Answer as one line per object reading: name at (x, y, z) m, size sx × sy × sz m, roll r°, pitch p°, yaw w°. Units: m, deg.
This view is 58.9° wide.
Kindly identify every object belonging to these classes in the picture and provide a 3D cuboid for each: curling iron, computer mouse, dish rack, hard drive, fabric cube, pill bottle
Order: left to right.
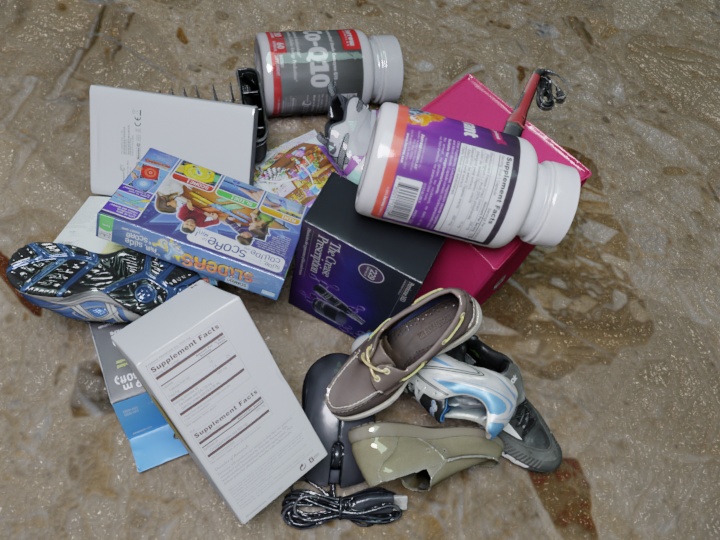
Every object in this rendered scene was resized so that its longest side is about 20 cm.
hard drive at (-0.229, -0.147, 0.781) m, size 0.199 × 0.132 × 0.026 m, roll 8°, pitch 19°, yaw 2°
dish rack at (-0.224, -0.193, 0.851) m, size 0.199 × 0.055 × 0.154 m, roll -9°, pitch 53°, yaw -6°
pill bottle at (-0.047, -0.286, 0.918) m, size 0.199 × 0.114 × 0.114 m, roll -8°, pitch 65°, yaw -14°
computer mouse at (-0.019, 0.183, 0.724) m, size 0.138 × 0.053 × 0.201 m, roll 1°, pitch 64°, yaw -9°
fabric cube at (0.121, -0.075, 0.796) m, size 0.200 × 0.199 × 0.196 m, roll 44°, pitch 63°, yaw 12°
pill bottle at (0.103, -0.085, 0.622) m, size 0.199 × 0.111 × 0.112 m, roll 14°, pitch 62°, yaw -5°
curling iron at (0.186, -0.163, 0.725) m, size 0.049 × 0.026 × 0.200 m, roll 30°, pitch 62°, yaw 9°

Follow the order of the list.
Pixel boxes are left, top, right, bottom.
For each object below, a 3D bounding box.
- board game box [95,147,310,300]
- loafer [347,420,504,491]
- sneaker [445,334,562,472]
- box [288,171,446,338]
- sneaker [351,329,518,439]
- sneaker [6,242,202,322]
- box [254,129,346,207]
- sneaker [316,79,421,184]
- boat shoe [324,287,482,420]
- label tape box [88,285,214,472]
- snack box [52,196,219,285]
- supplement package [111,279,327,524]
board game box at (-0.166, -0.055, 0.707) m, size 0.199 × 0.035 × 0.136 m, roll 21°, pitch 40°, yaw -6°
loafer at (0.074, 0.207, 0.701) m, size 0.200 × 0.076 × 0.068 m, roll 11°, pitch 67°, yaw -27°
sneaker at (0.166, 0.152, 0.751) m, size 0.066 × 0.091 × 0.200 m, roll -34°, pitch 74°, yaw -22°
box at (0.000, 0.000, 0.735) m, size 0.141 × 0.200 × 0.079 m, roll 26°, pitch 61°, yaw 4°
sneaker at (0.072, 0.122, 0.708) m, size 0.200 × 0.072 × 0.073 m, roll 19°, pitch 50°, yaw 24°
sneaker at (-0.262, 0.018, 0.681) m, size 0.199 × 0.077 × 0.076 m, roll 12°, pitch 62°, yaw -15°
box at (-0.107, -0.092, 0.853) m, size 0.200 × 0.039 × 0.137 m, roll -30°, pitch 72°, yaw -22°
sneaker at (0.011, -0.209, 0.876) m, size 0.140 × 0.078 × 0.200 m, roll 46°, pitch 44°, yaw -8°
boat shoe at (0.036, 0.087, 0.671) m, size 0.200 × 0.060 × 0.072 m, roll -37°, pitch 63°, yaw 10°
label tape box at (-0.213, 0.102, 0.723) m, size 0.143 × 0.066 × 0.200 m, roll -18°, pitch 66°, yaw -18°
snack box at (-0.250, -0.038, 0.755) m, size 0.199 × 0.037 × 0.116 m, roll 4°, pitch 41°, yaw 8°
supplement package at (-0.140, 0.127, 0.641) m, size 0.109 × 0.114 × 0.200 m, roll -35°, pitch 114°, yaw -23°
